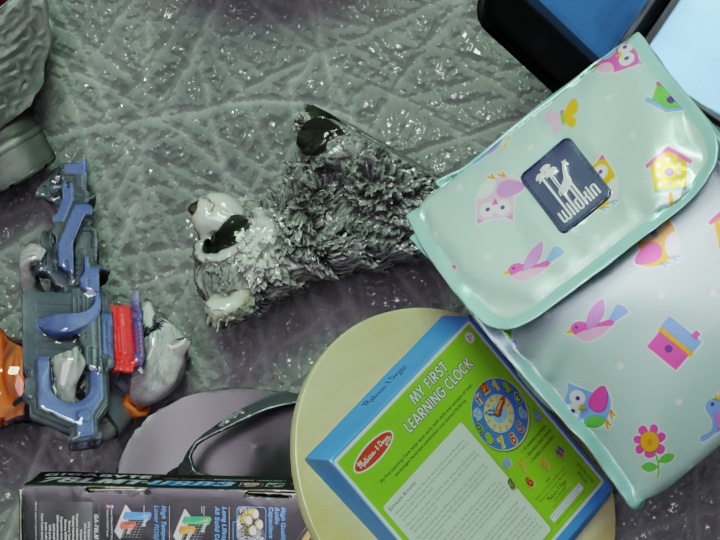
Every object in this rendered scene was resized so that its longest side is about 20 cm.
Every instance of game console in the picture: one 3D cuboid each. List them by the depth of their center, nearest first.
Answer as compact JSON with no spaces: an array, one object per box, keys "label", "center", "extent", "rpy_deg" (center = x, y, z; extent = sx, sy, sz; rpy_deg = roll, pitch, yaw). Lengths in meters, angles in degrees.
[{"label":"game console","center":[0.191,-0.162,1.536],"extent":[0.176,0.116,0.200],"rpy_deg":[35,88,13]}]

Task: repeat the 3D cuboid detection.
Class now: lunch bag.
[{"label":"lunch bag","center":[0.145,-0.004,1.492],"extent":[0.170,0.122,0.200],"rpy_deg":[-39,93,8]}]

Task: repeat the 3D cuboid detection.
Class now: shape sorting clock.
[{"label":"shape sorting clock","center":[0.050,0.114,1.504],"extent":[0.199,0.039,0.201],"rpy_deg":[15,61,-28]}]

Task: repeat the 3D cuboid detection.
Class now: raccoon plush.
[{"label":"raccoon plush","center":[0.000,0.000,1.558],"extent":[0.199,0.097,0.134],"rpy_deg":[30,94,12]}]

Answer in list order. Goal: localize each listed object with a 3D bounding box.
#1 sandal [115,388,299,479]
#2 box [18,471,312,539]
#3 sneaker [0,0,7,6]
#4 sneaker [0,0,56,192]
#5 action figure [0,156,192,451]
[{"label":"sandal","center":[-0.044,0.098,1.569],"extent":[0.199,0.043,0.077],"rpy_deg":[-9,80,8]},{"label":"box","center":[-0.085,0.213,1.535],"extent":[0.197,0.050,0.201],"rpy_deg":[0,95,7]},{"label":"sneaker","center":[-0.279,-0.167,1.630],"extent":[0.199,0.081,0.088],"rpy_deg":[-31,79,2]},{"label":"sneaker","center":[-0.254,-0.081,1.609],"extent":[0.199,0.060,0.105],"rpy_deg":[-25,101,1]},{"label":"action figure","center":[-0.189,0.038,1.596],"extent":[0.192,0.105,0.201],"rpy_deg":[1,51,3]}]
